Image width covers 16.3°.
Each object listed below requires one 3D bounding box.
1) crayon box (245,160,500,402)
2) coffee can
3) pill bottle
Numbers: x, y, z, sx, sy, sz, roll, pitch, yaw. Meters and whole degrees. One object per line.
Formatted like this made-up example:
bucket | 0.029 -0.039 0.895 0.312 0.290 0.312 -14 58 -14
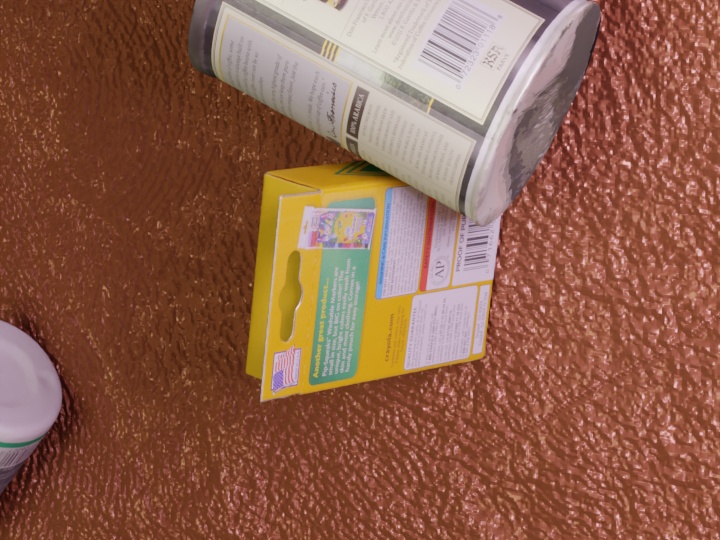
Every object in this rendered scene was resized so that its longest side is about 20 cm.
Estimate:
crayon box | 0.000 0.000 1.514 0.051 0.199 0.127 19 109 40
coffee can | 0.020 -0.136 1.470 0.199 0.146 0.147 30 118 13
pill bottle | -0.317 0.136 1.901 0.200 0.113 0.113 -49 63 36
